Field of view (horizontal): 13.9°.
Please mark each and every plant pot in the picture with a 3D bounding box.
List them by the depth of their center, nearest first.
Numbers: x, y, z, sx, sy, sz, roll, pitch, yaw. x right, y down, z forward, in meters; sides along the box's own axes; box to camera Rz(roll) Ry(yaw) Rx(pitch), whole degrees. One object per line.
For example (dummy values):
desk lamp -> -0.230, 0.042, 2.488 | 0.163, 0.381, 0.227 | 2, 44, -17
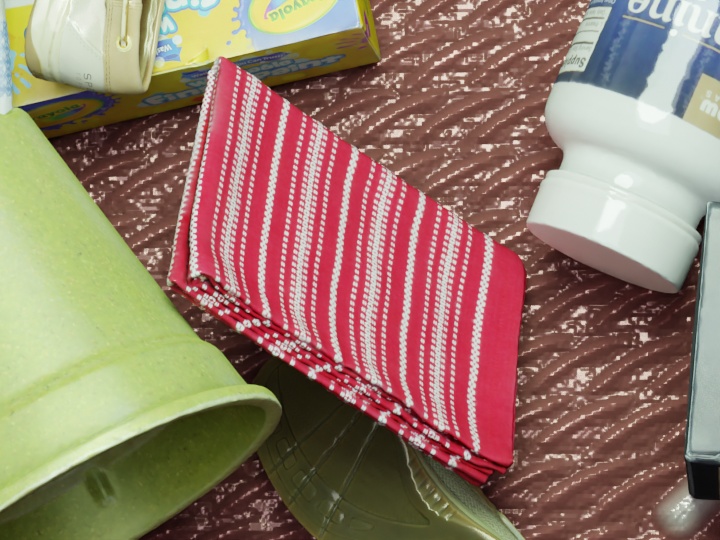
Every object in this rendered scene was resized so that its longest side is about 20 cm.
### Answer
plant pot -> -0.167, 0.034, 1.345 | 0.200, 0.200, 0.185 | -31, 76, 1

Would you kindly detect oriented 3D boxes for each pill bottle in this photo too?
pill bottle -> 0.156, -0.097, 1.429 | 0.110, 0.111, 0.201 | 23, 84, 10

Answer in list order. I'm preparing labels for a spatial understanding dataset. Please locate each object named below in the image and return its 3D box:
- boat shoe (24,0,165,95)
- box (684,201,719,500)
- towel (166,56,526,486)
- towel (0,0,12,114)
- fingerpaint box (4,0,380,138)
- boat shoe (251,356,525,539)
boat shoe -> -0.098, -0.179, 1.422 | 0.069, 0.074, 0.201 | 19, 93, 9
box -> 0.250, 0.046, 1.349 | 0.197, 0.200, 0.124 | 3, 81, 7
towel -> 0.000, 0.000, 1.391 | 0.022, 0.200, 0.145 | -34, 34, 38
towel -> -0.225, -0.075, 1.468 | 0.146, 0.024, 0.201 | -4, 93, 35
fingerpaint box -> -0.104, -0.169, 1.492 | 0.199, 0.073, 0.168 | -13, 78, 7
boat shoe -> 0.026, 0.116, 1.444 | 0.200, 0.063, 0.073 | 40, 99, 18
